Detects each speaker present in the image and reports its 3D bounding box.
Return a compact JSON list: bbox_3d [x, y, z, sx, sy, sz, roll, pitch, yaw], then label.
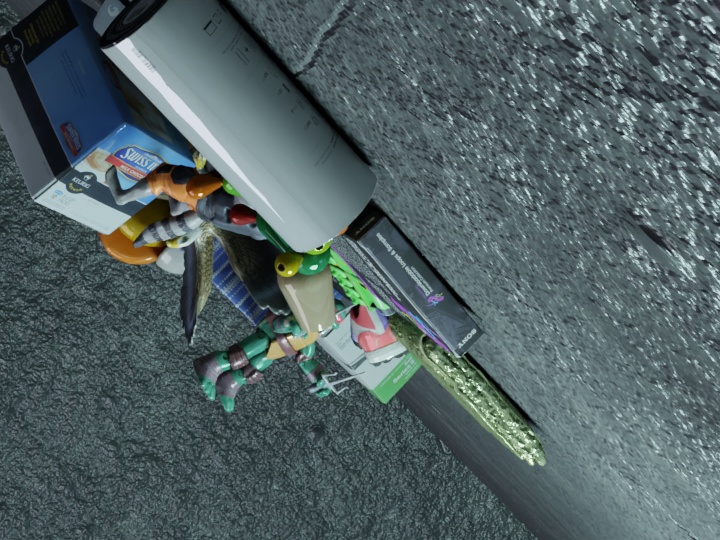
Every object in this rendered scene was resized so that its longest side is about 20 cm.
[{"bbox_3d":[-0.078,-0.105,1.012,0.200,0.081,0.081,46,175,-24],"label":"speaker"}]

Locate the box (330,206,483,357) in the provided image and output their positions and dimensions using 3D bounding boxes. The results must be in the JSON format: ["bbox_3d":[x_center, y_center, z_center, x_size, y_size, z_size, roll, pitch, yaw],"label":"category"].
[{"bbox_3d":[0.016,-0.010,1.295,0.143,0.036,0.200,48,176,-26],"label":"box"}]

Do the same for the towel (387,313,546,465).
[{"bbox_3d":[0.114,0.122,1.589,0.200,0.036,0.148,45,176,-16],"label":"towel"}]

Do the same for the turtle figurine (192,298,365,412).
[{"bbox_3d":[-0.078,0.084,1.660,0.150,0.200,0.101,56,-170,-48],"label":"turtle figurine"}]

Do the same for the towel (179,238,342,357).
[{"bbox_3d":[-0.109,-0.017,1.736,0.200,0.145,0.024,45,149,-5],"label":"towel"}]

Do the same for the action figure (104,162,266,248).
[{"bbox_3d":[-0.116,-0.059,1.433,0.193,0.105,0.200,5,164,27],"label":"action figure"}]

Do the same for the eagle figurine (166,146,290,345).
[{"bbox_3d":[-0.159,-0.036,1.625,0.152,0.151,0.200,-2,116,64],"label":"eagle figurine"}]

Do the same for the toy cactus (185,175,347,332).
[{"bbox_3d":[-0.062,-0.024,1.228,0.200,0.102,0.165,24,135,57],"label":"toy cactus"}]

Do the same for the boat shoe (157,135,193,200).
[{"bbox_3d":[-0.224,-0.123,1.708,0.065,0.200,0.072,-44,63,53],"label":"boat shoe"}]

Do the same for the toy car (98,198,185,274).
[{"bbox_3d":[-0.233,-0.079,1.819,0.175,0.200,0.150,49,139,3],"label":"toy car"}]

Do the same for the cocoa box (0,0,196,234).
[{"bbox_3d":[-0.287,-0.165,1.569,0.133,0.131,0.200,31,-153,-58],"label":"cocoa box"}]

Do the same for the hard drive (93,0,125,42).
[{"bbox_3d":[-0.185,-0.182,1.487,0.200,0.042,0.135,45,175,-6],"label":"hard drive"}]

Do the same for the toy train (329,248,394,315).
[{"bbox_3d":[0.000,0.000,1.508,0.056,0.042,0.200,31,170,22],"label":"toy train"}]

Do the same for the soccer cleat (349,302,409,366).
[{"bbox_3d":[0.016,0.054,1.723,0.200,0.068,0.073,-120,7,-81],"label":"soccer cleat"}]

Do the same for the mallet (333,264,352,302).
[{"bbox_3d":[-0.027,-0.009,1.579,0.066,0.041,0.200,41,177,10],"label":"mallet"}]

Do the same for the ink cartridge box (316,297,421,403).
[{"bbox_3d":[-0.021,0.070,2.004,0.146,0.084,0.200,41,174,38],"label":"ink cartridge box"}]
